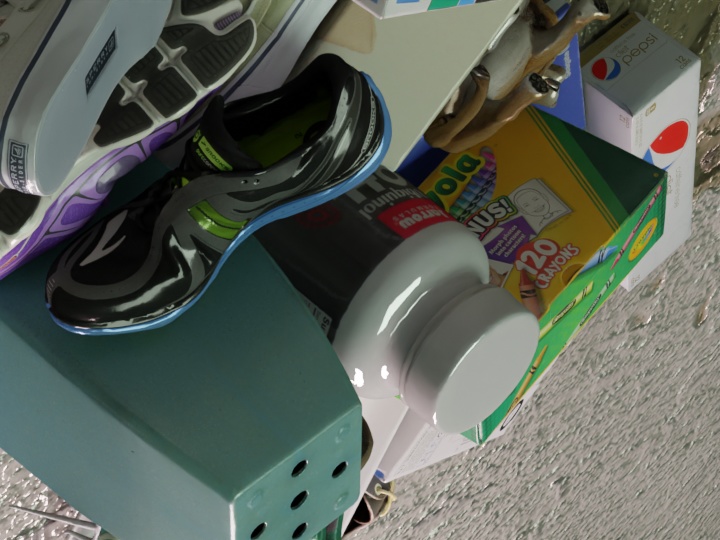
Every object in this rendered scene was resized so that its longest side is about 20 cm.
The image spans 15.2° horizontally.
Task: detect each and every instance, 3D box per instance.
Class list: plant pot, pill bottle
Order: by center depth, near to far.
[{"bbox_3d":[-0.098,0.060,1.409,0.141,0.200,0.142,-35,149,-26],"label":"plant pot"},{"bbox_3d":[0.000,0.000,1.481,0.111,0.200,0.111,-37,150,-26],"label":"pill bottle"}]

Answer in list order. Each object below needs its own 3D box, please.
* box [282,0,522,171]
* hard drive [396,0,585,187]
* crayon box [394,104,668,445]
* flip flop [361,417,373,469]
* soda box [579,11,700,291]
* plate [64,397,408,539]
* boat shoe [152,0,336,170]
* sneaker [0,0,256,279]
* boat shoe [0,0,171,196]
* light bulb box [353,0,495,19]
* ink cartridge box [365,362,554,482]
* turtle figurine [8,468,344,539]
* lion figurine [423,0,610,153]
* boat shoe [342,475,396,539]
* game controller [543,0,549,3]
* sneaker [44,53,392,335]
[{"bbox_3d":[0.041,-0.162,1.417,0.200,0.078,0.095,-53,-162,14],"label":"box"},{"bbox_3d":[0.059,-0.069,1.673,0.200,0.025,0.132,-41,151,-17],"label":"hard drive"},{"bbox_3d":[0.079,-0.004,1.589,0.200,0.118,0.058,-47,151,-30],"label":"crayon box"},{"bbox_3d":[-0.077,0.145,1.598,0.200,0.081,0.058,-42,152,7],"label":"flip flop"},{"bbox_3d":[0.180,-0.078,1.804,0.068,0.064,0.200,-39,152,-21],"label":"soda box"},{"bbox_3d":[-0.069,0.099,1.638,0.199,0.032,0.200,7,119,-37],"label":"plate"},{"bbox_3d":[-0.054,-0.143,1.385,0.062,0.072,0.200,34,97,-23],"label":"boat shoe"},{"bbox_3d":[-0.137,-0.070,1.345,0.200,0.081,0.083,-39,163,-2],"label":"sneaker"},{"bbox_3d":[-0.150,-0.114,1.258,0.075,0.086,0.202,88,19,-47],"label":"boat shoe"},{"bbox_3d":[0.023,-0.222,1.238,0.200,0.198,0.125,-15,134,-50],"label":"light bulb box"},{"bbox_3d":[0.072,0.050,1.763,0.200,0.076,0.137,-13,142,-57],"label":"ink cartridge box"},{"bbox_3d":[-0.112,0.124,1.502,0.150,0.199,0.101,-34,128,-78],"label":"turtle figurine"},{"bbox_3d":[0.071,-0.111,1.516,0.122,0.073,0.200,-41,178,35],"label":"lion figurine"},{"bbox_3d":[-0.013,0.149,1.802,0.200,0.059,0.072,-34,148,-28],"label":"boat shoe"},{"bbox_3d":[0.099,-0.226,1.534,0.105,0.042,0.200,-62,155,-8],"label":"game controller"},{"bbox_3d":[-0.077,-0.043,1.340,0.199,0.071,0.083,-35,145,-5],"label":"sneaker"}]
